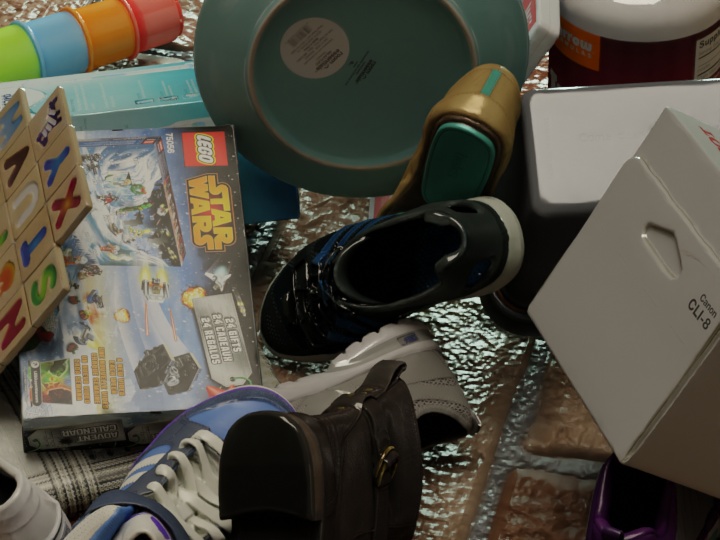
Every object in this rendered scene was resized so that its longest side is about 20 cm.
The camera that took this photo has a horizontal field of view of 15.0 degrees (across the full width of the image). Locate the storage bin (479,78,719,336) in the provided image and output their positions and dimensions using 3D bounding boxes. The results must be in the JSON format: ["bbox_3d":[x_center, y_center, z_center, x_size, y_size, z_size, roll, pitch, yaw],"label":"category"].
[{"bbox_3d":[0.169,-0.039,1.605,0.198,0.134,0.147,-4,68,-2],"label":"storage bin"}]

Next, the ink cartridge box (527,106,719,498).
[{"bbox_3d":[0.220,0.034,1.448,0.199,0.145,0.146,22,23,-32],"label":"ink cartridge box"}]

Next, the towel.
[{"bbox_3d":[-0.146,0.061,1.597,0.191,0.035,0.200,-14,37,-17],"label":"towel"}]

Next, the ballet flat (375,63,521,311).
[{"bbox_3d":[0.054,-0.047,1.605,0.068,0.200,0.063,26,53,-2],"label":"ballet flat"}]

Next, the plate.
[{"bbox_3d":[0.001,-0.122,1.598,0.198,0.201,0.026,-2,35,0],"label":"plate"}]

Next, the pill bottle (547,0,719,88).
[{"bbox_3d":[0.174,-0.141,1.721,0.112,0.201,0.113,-1,35,1],"label":"pill bottle"}]

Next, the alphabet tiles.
[{"bbox_3d":[-0.218,-0.006,1.570,0.006,0.200,0.167,20,36,-35],"label":"alphabet tiles"}]

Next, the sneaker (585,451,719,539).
[{"bbox_3d":[0.163,0.111,1.464,0.074,0.088,0.200,7,36,13],"label":"sneaker"}]

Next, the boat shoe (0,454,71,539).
[{"bbox_3d":[-0.243,0.107,1.487,0.199,0.066,0.074,12,54,31],"label":"boat shoe"}]

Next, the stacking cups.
[{"bbox_3d":[-0.214,-0.155,1.882,0.199,0.061,0.060,-23,40,-27],"label":"stacking cups"}]

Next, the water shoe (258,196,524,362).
[{"bbox_3d":[0.000,0.000,1.563,0.199,0.072,0.079,-24,-16,38],"label":"water shoe"}]

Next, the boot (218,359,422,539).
[{"bbox_3d":[-0.014,0.150,1.404,0.069,0.202,0.174,8,4,23],"label":"boot"}]

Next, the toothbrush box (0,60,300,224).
[{"bbox_3d":[-0.146,-0.075,1.710,0.198,0.086,0.146,-6,15,-8],"label":"toothbrush box"}]

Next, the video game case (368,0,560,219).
[{"bbox_3d":[0.064,-0.114,1.711,0.017,0.200,0.143,28,32,-15],"label":"video game case"}]

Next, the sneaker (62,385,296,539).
[{"bbox_3d":[-0.092,0.130,1.371,0.200,0.146,0.081,-43,92,-16],"label":"sneaker"}]

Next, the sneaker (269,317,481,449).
[{"bbox_3d":[-0.019,0.102,1.498,0.199,0.075,0.082,-34,66,-23],"label":"sneaker"}]

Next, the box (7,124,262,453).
[{"bbox_3d":[-0.131,0.008,1.568,0.136,0.040,0.201,-2,55,-7],"label":"box"}]
